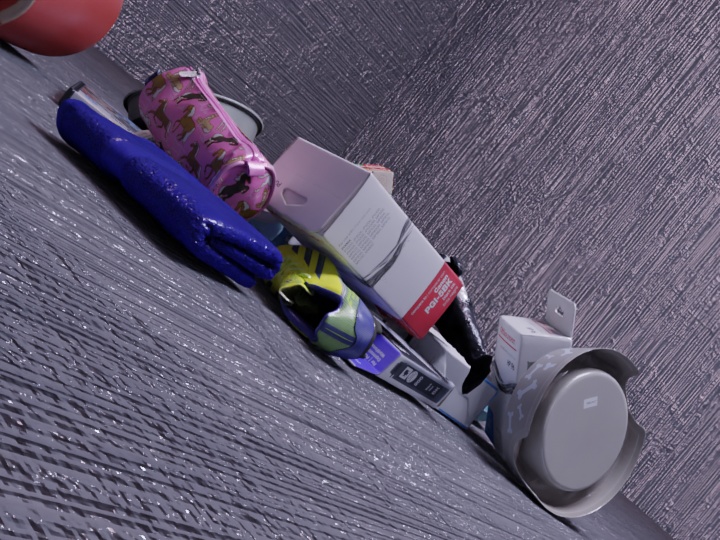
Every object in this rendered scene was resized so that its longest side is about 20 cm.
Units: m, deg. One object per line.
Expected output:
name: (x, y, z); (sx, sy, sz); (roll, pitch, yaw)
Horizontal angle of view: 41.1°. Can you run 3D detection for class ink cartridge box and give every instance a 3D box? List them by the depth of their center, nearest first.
ink cartridge box: (-0.002, -0.034, 1.017); (0.147, 0.083, 0.200); (33, -11, 48)
ink cartridge box: (-0.008, 0.061, 1.074); (0.198, 0.044, 0.200); (41, 4, 35)
ink cartridge box: (0.212, 0.128, 1.214); (0.067, 0.202, 0.116); (6, 8, -7)
ink cartridge box: (0.075, 0.106, 1.237); (0.116, 0.068, 0.200); (38, 3, -35)

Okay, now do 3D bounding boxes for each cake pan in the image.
cake pan: (-0.238, -0.204, 1.357); (0.198, 0.037, 0.200); (6, -12, 1)

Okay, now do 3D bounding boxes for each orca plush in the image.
orca plush: (0.090, 0.056, 1.121); (0.106, 0.070, 0.201); (92, -13, -54)

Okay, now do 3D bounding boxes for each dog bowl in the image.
dog bowl: (0.249, 0.183, 1.126); (0.200, 0.201, 0.058); (38, -12, -33)

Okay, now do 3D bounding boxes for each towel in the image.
towel: (-0.170, -0.063, 0.840); (0.200, 0.050, 0.148); (39, 5, 26)

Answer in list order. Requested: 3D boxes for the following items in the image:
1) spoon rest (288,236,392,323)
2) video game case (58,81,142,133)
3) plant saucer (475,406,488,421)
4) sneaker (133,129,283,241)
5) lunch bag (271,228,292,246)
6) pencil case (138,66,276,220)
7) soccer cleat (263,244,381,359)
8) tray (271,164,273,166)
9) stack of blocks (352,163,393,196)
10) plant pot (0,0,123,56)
spoon rest: (0.000, 0.000, 1.188); (0.199, 0.061, 0.099); (36, 0, 26)
video game case: (-0.281, -0.162, 1.176); (0.180, 0.026, 0.200); (39, 2, -18)
plant saucer: (0.114, 0.158, 1.408); (0.200, 0.027, 0.200); (40, 2, -1)
sneaker: (-0.177, -0.084, 1.078); (0.199, 0.082, 0.074); (26, 44, 0)
lunch bag: (-0.137, -0.075, 1.352); (0.199, 0.095, 0.151); (25, 3, -11)
pencil case: (-0.159, -0.131, 0.990); (0.200, 0.082, 0.087); (53, -18, 37)
soccer cleat: (-0.054, 0.018, 0.929); (0.083, 0.065, 0.200); (26, 9, -39)
tray: (-0.192, -0.154, 1.359); (0.098, 0.037, 0.200); (9, -10, 32)
stack of blocks: (0.001, -0.043, 1.334); (0.058, 0.202, 0.115); (3, 11, -8)
plant pot: (-0.402, -0.357, 1.138); (0.200, 0.201, 0.177); (39, 11, -2)
